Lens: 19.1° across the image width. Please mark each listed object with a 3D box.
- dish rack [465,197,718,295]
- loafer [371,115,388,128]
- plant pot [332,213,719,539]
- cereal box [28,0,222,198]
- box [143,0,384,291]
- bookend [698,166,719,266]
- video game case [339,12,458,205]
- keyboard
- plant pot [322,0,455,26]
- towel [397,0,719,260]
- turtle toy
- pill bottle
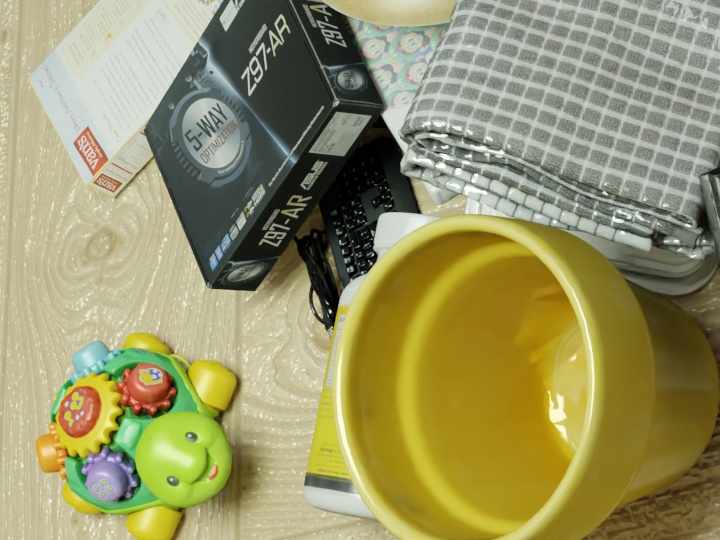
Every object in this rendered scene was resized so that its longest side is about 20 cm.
[{"bbox_3d":[0.164,-0.095,1.385,0.171,0.044,0.201,11,86,5],"label":"dish rack"},{"bbox_3d":[0.001,-0.142,1.578,0.199,0.073,0.073,-23,39,28],"label":"loafer"},{"bbox_3d":[0.115,0.072,1.307,0.200,0.188,0.202,-3,85,40],"label":"plant pot"},{"bbox_3d":[-0.174,-0.176,1.749,0.200,0.039,0.144,-44,51,16],"label":"cereal box"},{"bbox_3d":[-0.073,-0.109,1.541,0.200,0.043,0.161,-52,48,37],"label":"box"},{"bbox_3d":[0.317,0.018,1.199,0.199,0.092,0.200,-12,93,34],"label":"bookend"},{"bbox_3d":[0.087,-0.162,1.475,0.181,0.024,0.200,-31,54,1],"label":"video game case"},{"bbox_3d":[0.000,0.000,1.542,0.104,0.040,0.201,-32,54,23],"label":"keyboard"},{"bbox_3d":[0.049,-0.250,1.499,0.199,0.028,0.201,-8,49,9],"label":"plant pot"},{"bbox_3d":[0.140,-0.108,1.293,0.199,0.086,0.166,18,61,9],"label":"towel"},{"bbox_3d":[-0.162,0.121,1.577,0.199,0.101,0.147,18,84,41],"label":"turtle toy"},{"bbox_3d":[0.033,0.068,1.430,0.112,0.112,0.201,5,80,39],"label":"pill bottle"}]
